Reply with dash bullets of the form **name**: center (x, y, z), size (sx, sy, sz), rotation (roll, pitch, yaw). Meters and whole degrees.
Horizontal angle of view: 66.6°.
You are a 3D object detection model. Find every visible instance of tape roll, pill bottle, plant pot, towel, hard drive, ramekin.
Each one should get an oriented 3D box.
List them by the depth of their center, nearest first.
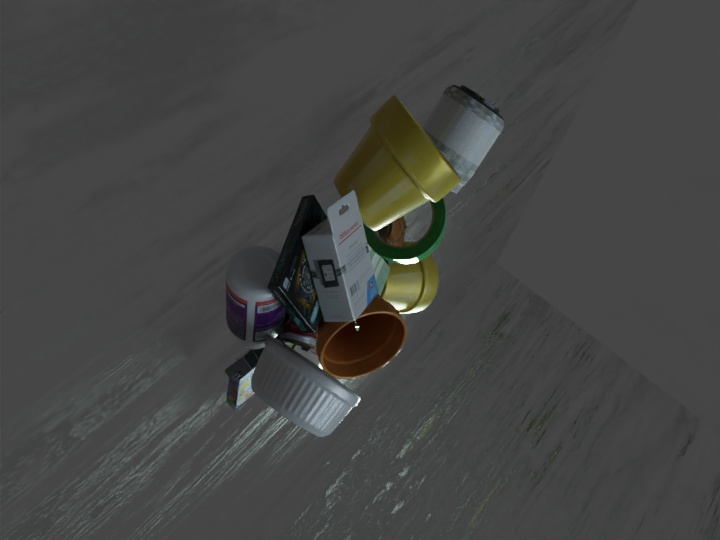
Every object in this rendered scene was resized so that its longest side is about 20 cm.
- **ramekin**: center (-0.106, 0.210, 0.975), size (0.095, 0.200, 0.203), rotation (-55, 163, -9)
- **pill bottle**: center (-0.190, 0.058, 1.000), size (0.112, 0.112, 0.202), rotation (-38, 158, -35)
- **plant pot**: center (0.057, -0.187, 1.033), size (0.188, 0.203, 0.200), rotation (-39, 165, 14)
- **plant pot**: center (-0.016, 0.114, 1.184), size (0.196, 0.141, 0.203), rotation (-16, 136, -16)
- **hard drive**: center (-0.201, 0.160, 1.214), size (0.199, 0.038, 0.139), rotation (-40, -178, -35)
- **tape roll**: center (0.097, -0.119, 1.237), size (0.202, 0.199, 0.048), rotation (-51, 161, 1)
- **towel**: center (0.000, 0.000, 1.276), size (0.200, 0.023, 0.155), rotation (49, 55, -42)
- **plant pot**: center (0.087, 0.023, 1.527), size (0.186, 0.201, 0.203), rotation (-5, 133, -45)

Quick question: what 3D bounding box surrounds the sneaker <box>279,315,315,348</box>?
- **sneaker**: center (-0.107, 0.086, 1.066), size (0.200, 0.070, 0.115), rotation (167, -60, -84)

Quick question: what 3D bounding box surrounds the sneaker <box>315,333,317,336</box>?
- **sneaker**: center (-0.091, 0.044, 1.298), size (0.109, 0.068, 0.205), rotation (-113, -148, -77)

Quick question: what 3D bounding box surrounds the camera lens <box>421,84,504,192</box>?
- **camera lens**: center (0.219, -0.305, 1.257), size (0.202, 0.159, 0.159), rotation (-57, 161, 17)

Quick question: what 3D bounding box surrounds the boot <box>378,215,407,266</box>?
- **boot**: center (0.078, -0.120, 1.396), size (0.156, 0.075, 0.204), rotation (-55, 143, -47)

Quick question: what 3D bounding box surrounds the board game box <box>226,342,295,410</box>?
- **board game box**: center (-0.239, 0.235, 1.340), size (0.199, 0.034, 0.137), rotation (-38, 157, -40)

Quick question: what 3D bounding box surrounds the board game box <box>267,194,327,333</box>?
- **board game box**: center (-0.091, -0.012, 0.966), size (0.136, 0.028, 0.203), rotation (59, 37, -44)

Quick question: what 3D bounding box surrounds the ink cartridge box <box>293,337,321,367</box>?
- **ink cartridge box**: center (-0.113, 0.198, 1.433), size (0.203, 0.083, 0.145), rotation (-63, 170, 0)

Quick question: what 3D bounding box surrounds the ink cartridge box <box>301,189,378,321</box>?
- **ink cartridge box**: center (-0.037, -0.027, 0.970), size (0.116, 0.065, 0.205), rotation (-44, 125, -55)

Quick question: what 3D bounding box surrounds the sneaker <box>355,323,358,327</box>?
- **sneaker**: center (-0.026, 0.050, 1.340), size (0.098, 0.069, 0.205), rotation (-24, 109, -30)

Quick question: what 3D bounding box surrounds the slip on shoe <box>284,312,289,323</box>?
- **slip on shoe**: center (-0.130, 0.045, 1.182), size (0.200, 0.061, 0.075), rotation (-45, 133, -20)
